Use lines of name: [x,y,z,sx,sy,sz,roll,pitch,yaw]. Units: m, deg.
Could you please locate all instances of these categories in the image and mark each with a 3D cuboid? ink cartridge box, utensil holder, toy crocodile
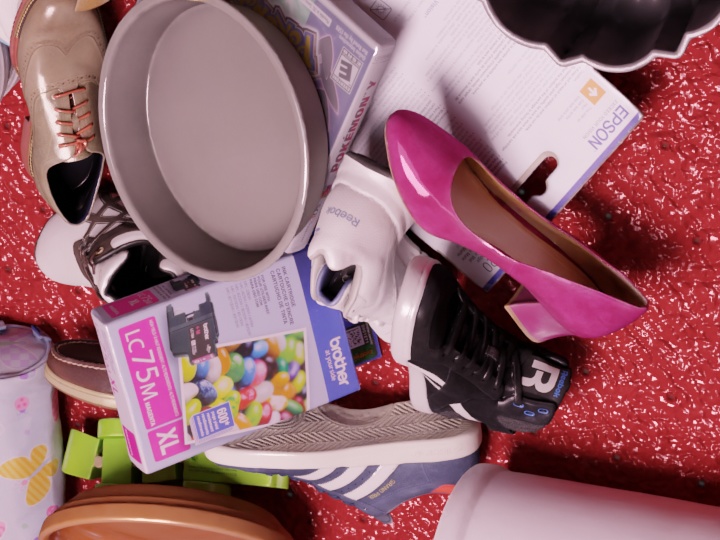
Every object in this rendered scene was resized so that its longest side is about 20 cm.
ink cartridge box: [-0.078,0.051,1.624,0.042,0.200,0.119,32,139,59]
utensil holder: [0.164,0.228,1.605,0.200,0.170,0.170,6,119,21]
ink cartridge box: [0.065,-0.113,1.540,0.200,0.041,0.200,41,129,1]
toy crocodile: [-0.142,0.146,1.783,0.200,0.062,0.068,-3,80,23]

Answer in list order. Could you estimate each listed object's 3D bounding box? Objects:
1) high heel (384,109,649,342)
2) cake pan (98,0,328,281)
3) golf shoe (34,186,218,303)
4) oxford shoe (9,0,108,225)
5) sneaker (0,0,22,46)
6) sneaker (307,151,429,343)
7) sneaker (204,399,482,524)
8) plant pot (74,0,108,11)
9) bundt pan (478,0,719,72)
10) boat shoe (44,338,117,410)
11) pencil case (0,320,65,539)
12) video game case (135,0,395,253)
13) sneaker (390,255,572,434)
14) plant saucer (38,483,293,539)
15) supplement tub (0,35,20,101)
high heel: [0.100,-0.032,1.494,0.096,0.067,0.200,-16,116,46]
cake pan: [-0.097,-0.093,1.565,0.200,0.037,0.200,16,115,39]
golf shoe: [-0.178,-0.012,1.685,0.200,0.094,0.078,-8,114,40]
oxford shoe: [-0.200,-0.117,1.630,0.200,0.070,0.075,92,157,-48]
sneaker: [-0.215,-0.234,1.597,0.081,0.077,0.200,15,125,15]
sneaker: [0.000,0.000,1.577,0.074,0.087,0.200,26,159,25]
sneaker: [-0.013,0.143,1.677,0.200,0.075,0.085,1,124,4]
plant pot: [-0.142,-0.257,1.481,0.027,0.200,0.200,17,126,-9]
bundt pan: [0.150,-0.226,1.411,0.202,0.076,0.202,12,122,20]
boat shoe: [-0.140,0.064,1.732,0.200,0.072,0.072,8,113,19]
pencil case: [-0.277,0.140,1.832,0.091,0.083,0.200,34,135,47]
video game case: [-0.079,-0.141,1.573,0.200,0.023,0.182,43,130,23]
sneaker: [0.087,0.052,1.567,0.112,0.073,0.200,14,161,13]
plant saucer: [-0.142,0.201,1.766,0.200,0.037,0.200,5,158,2]
supplement tub: [-0.335,-0.139,1.632,0.140,0.200,0.140,12,121,21]
